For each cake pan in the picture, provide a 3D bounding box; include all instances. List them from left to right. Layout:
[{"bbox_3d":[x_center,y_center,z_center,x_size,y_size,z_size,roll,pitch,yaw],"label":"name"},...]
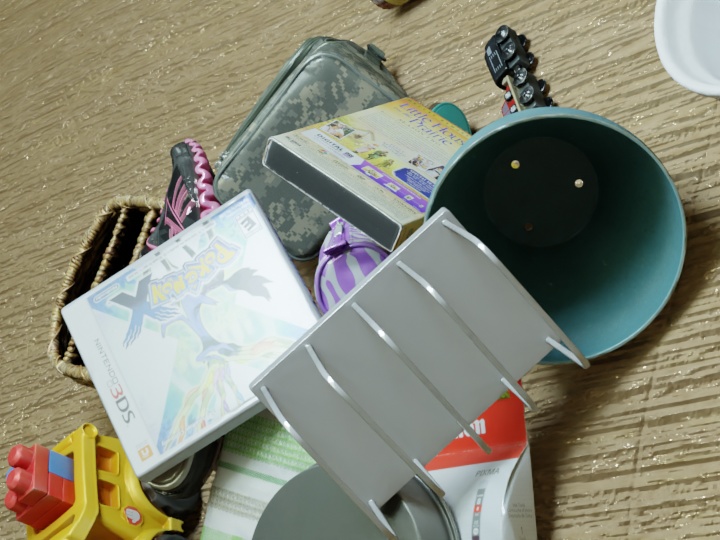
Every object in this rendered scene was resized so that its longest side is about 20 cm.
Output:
[{"bbox_3d":[-0.012,0.239,1.449,0.200,0.037,0.200,-8,76,34],"label":"cake pan"}]

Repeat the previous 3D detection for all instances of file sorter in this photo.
[{"bbox_3d":[0.044,0.079,1.339,0.200,0.139,0.125,-42,14,0],"label":"file sorter"}]

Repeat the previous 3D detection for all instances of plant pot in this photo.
[{"bbox_3d":[0.148,-0.043,1.454,0.200,0.200,0.135,-51,11,16],"label":"plant pot"}]

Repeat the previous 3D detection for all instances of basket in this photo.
[{"bbox_3d":[-0.249,0.022,1.895,0.143,0.149,0.200,18,80,18],"label":"basket"}]

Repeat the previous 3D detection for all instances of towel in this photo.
[{"bbox_3d":[-0.054,0.173,1.535,0.149,0.031,0.200,14,88,33],"label":"towel"}]

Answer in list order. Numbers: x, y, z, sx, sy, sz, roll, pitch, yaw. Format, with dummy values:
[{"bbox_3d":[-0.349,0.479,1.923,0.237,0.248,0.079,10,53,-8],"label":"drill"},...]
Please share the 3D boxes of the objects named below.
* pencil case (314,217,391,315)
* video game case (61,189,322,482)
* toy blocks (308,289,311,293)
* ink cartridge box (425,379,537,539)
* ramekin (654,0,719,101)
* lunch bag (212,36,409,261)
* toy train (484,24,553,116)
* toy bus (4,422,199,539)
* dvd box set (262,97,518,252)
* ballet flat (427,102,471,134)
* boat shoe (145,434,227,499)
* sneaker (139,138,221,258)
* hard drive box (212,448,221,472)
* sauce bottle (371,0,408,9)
[{"bbox_3d":[0.000,0.000,1.617,0.084,0.086,0.200,-21,8,1],"label":"pencil case"},{"bbox_3d":[-0.137,0.053,1.560,0.200,0.022,0.182,-32,61,5],"label":"video game case"},{"bbox_3d":[-0.077,0.107,1.715,0.137,0.100,0.200,-33,54,23],"label":"toy blocks"},{"bbox_3d":[0.065,0.177,1.460,0.162,0.050,0.200,-15,77,47],"label":"ink cartridge box"},{"bbox_3d":[0.328,-0.202,1.385,0.200,0.098,0.201,-32,44,37],"label":"ramekin"},{"bbox_3d":[-0.044,-0.124,1.784,0.200,0.139,0.168,-51,8,14],"label":"lunch bag"},{"bbox_3d":[0.145,-0.147,1.640,0.046,0.034,0.200,-47,37,27],"label":"toy train"},{"bbox_3d":[-0.261,0.248,1.761,0.136,0.192,0.200,-37,43,30],"label":"toy bus"},{"bbox_3d":[0.034,-0.085,1.554,0.146,0.200,0.029,35,122,24],"label":"dvd box set"},{"bbox_3d":[0.067,-0.058,1.666,0.072,0.068,0.200,-46,40,46],"label":"ballet flat"},{"bbox_3d":[-0.135,0.101,1.586,0.067,0.057,0.200,13,74,24],"label":"boat shoe"},{"bbox_3d":[-0.173,-0.043,1.780,0.095,0.079,0.200,-20,51,6],"label":"sneaker"},{"bbox_3d":[-0.076,0.116,1.622,0.200,0.077,0.156,25,85,28],"label":"hard drive box"},{"bbox_3d":[0.084,-0.327,1.817,0.200,0.066,0.066,-29,47,38],"label":"sauce bottle"}]
